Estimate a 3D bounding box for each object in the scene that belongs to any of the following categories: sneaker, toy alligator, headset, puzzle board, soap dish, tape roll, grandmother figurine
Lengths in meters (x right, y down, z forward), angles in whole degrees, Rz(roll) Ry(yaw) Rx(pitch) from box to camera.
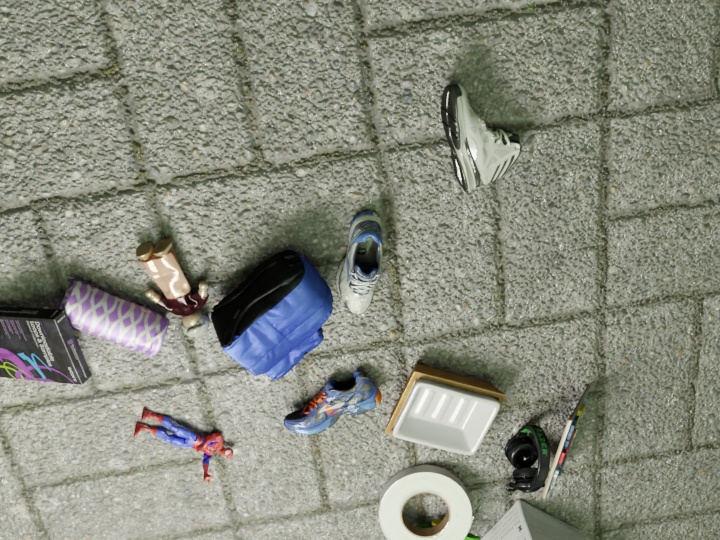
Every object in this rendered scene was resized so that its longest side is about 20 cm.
[{"bbox_3d":[0.205,-0.236,1.502,0.114,0.076,0.202,-21,128,-5],"label":"sneaker"},{"bbox_3d":[0.161,0.571,1.955,0.198,0.054,0.060,4,103,1],"label":"toy alligator"},{"bbox_3d":[0.000,0.000,1.592,0.076,0.085,0.202,2,120,-8],"label":"sneaker"},{"bbox_3d":[-0.061,0.254,1.744,0.199,0.075,0.079,-24,111,-2],"label":"sneaker"},{"bbox_3d":[0.352,0.405,1.851,0.093,0.124,0.201,5,137,-15],"label":"headset"},{"bbox_3d":[0.421,0.348,1.812,0.017,0.151,0.201,23,120,20],"label":"puzzle board"},{"bbox_3d":[0.164,0.273,1.768,0.198,0.081,0.158,16,117,-15],"label":"soap dish"},{"bbox_3d":[0.138,0.511,1.894,0.201,0.037,0.205,0,104,1],"label":"tape roll"},{"bbox_3d":[-0.322,0.038,1.594,0.120,0.061,0.201,-2,127,26],"label":"grandmother figurine"}]

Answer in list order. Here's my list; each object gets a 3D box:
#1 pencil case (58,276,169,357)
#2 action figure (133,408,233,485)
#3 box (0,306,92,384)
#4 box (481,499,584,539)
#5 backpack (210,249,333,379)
[{"bbox_3d":[-0.442,0.089,1.593,0.199,0.084,0.085,25,149,-17],"label":"pencil case"},{"bbox_3d":[-0.340,0.346,1.742,0.199,0.099,0.066,21,116,-20],"label":"action figure"},{"bbox_3d":[-0.583,0.131,1.578,0.198,0.036,0.144,0,122,22],"label":"box"},{"bbox_3d":[0.376,0.650,1.978,0.199,0.131,0.199,30,112,-21],"label":"box"},{"bbox_3d":[-0.142,0.073,1.579,0.200,0.163,0.168,-44,125,3],"label":"backpack"}]
